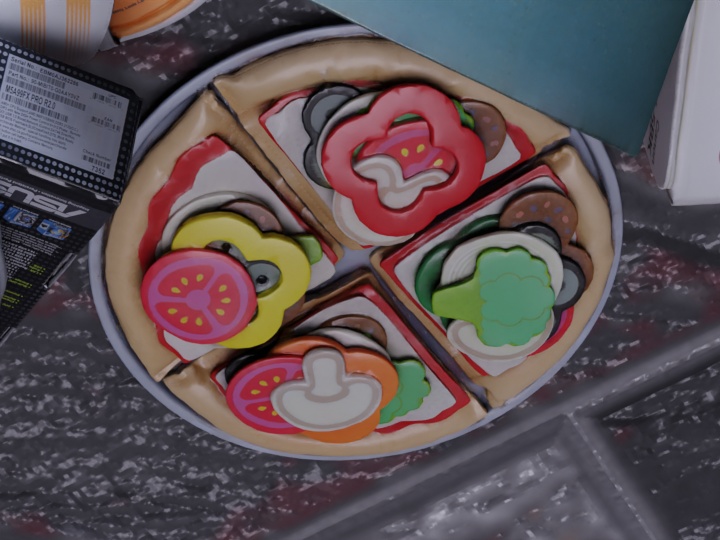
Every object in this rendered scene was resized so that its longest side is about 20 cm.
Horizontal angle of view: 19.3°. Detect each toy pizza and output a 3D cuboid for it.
[{"bbox_3d":[0.000,0.000,0.780,0.200,0.032,0.201,-4,127,-5],"label":"toy pizza"}]

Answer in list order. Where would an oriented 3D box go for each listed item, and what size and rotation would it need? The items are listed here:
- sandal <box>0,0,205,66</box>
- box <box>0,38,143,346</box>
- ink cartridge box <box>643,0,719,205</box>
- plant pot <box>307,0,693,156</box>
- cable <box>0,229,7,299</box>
[{"bbox_3d":[-0.138,-0.089,0.678,0.206,0.059,0.079,-7,127,-3],"label":"sandal"},{"bbox_3d":[-0.192,-0.037,0.682,0.200,0.044,0.160,20,147,-20],"label":"box"},{"bbox_3d":[0.194,-0.106,0.694,0.199,0.083,0.147,-2,126,-6],"label":"ink cartridge box"},{"bbox_3d":[0.021,-0.146,0.578,0.200,0.201,0.161,24,96,-23],"label":"plant pot"},{"bbox_3d":[-0.208,-0.002,0.633,0.199,0.069,0.200,14,148,-10],"label":"cable"}]
